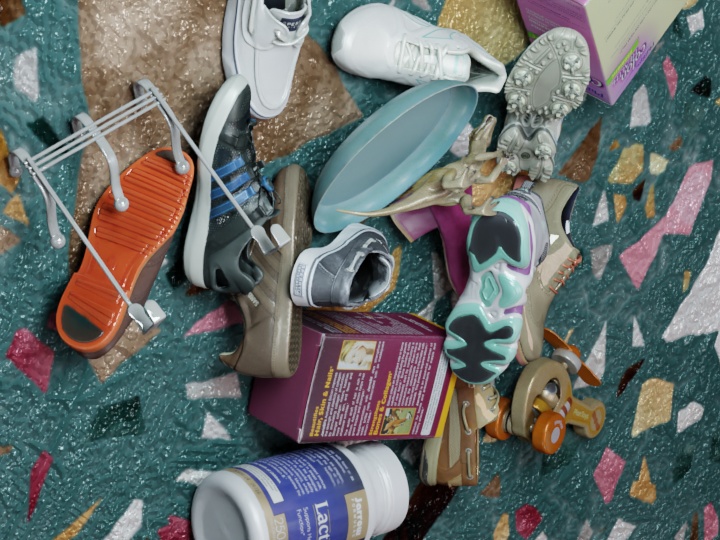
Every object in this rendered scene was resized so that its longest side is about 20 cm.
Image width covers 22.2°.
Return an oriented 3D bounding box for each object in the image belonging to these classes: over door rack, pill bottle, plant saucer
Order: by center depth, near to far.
[{"bbox_3d":[-0.181,-0.050,1.533,0.147,0.200,0.067,-34,164,-28],"label":"over door rack"},{"bbox_3d":[0.027,-0.112,1.725,0.200,0.027,0.200,-38,164,-13],"label":"plant saucer"},{"bbox_3d":[-0.056,0.233,1.794,0.199,0.115,0.116,-12,115,-39],"label":"pill bottle"}]

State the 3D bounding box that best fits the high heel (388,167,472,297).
[{"bbox_3d":[0.120,-0.032,1.859,0.096,0.068,0.200,-30,126,21],"label":"high heel"}]

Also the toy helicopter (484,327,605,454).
[{"bbox_3d":[0.226,0.143,2.059,0.200,0.079,0.133,23,82,-55],"label":"toy helicopter"}]

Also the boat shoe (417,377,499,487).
[{"bbox_3d":[0.111,0.136,1.918,0.076,0.073,0.201,-62,162,-66],"label":"boat shoe"}]

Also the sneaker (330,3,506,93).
[{"bbox_3d":[0.060,-0.208,1.744,0.200,0.080,0.071,3,106,-41],"label":"sneaker"}]

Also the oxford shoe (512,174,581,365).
[{"bbox_3d":[0.191,-0.001,1.901,0.070,0.074,0.201,28,64,-72],"label":"oxford shoe"}]

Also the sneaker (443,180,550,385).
[{"bbox_3d":[0.148,0.007,1.819,0.140,0.077,0.201,-44,151,-58],"label":"sneaker"}]

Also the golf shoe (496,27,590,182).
[{"bbox_3d":[0.181,-0.185,1.832,0.200,0.078,0.098,109,-3,-51],"label":"golf shoe"}]

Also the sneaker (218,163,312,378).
[{"bbox_3d":[-0.091,-0.002,1.699,0.070,0.075,0.201,45,49,-74],"label":"sneaker"}]

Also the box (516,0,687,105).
[{"bbox_3d":[0.247,-0.297,1.822,0.176,0.096,0.200,-54,153,-11],"label":"box"}]

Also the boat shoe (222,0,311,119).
[{"bbox_3d":[-0.078,-0.227,1.620,0.073,0.065,0.201,-20,119,-36],"label":"boat shoe"}]

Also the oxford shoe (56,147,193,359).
[{"bbox_3d":[-0.205,-0.016,1.608,0.201,0.071,0.073,-61,169,-14],"label":"oxford shoe"}]

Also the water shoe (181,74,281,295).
[{"bbox_3d":[-0.105,-0.076,1.638,0.072,0.079,0.201,-56,159,-66],"label":"water shoe"}]

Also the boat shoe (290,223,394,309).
[{"bbox_3d":[0.000,0.000,1.731,0.200,0.067,0.072,-18,117,-70],"label":"boat shoe"}]

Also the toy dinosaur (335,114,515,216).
[{"bbox_3d":[0.081,-0.079,1.738,0.200,0.101,0.058,-35,117,-30],"label":"toy dinosaur"}]

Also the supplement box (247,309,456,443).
[{"bbox_3d":[-0.002,0.103,1.809,0.199,0.085,0.111,3,104,-43],"label":"supplement box"}]
